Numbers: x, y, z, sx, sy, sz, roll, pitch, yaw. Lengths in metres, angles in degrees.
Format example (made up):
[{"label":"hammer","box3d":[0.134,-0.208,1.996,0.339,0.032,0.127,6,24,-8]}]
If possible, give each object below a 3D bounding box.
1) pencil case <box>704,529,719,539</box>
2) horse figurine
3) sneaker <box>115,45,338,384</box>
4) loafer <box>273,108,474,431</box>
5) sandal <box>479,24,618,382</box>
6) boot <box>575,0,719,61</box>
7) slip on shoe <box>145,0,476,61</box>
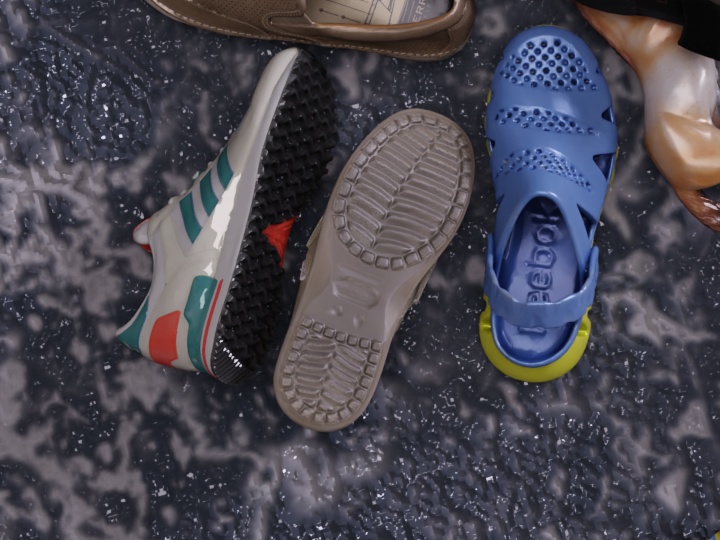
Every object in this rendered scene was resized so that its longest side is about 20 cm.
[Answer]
[{"label":"pencil case","box3d":[0.132,0.206,1.413,0.200,0.087,0.078,-20,65,1]},{"label":"horse figurine","box3d":[0.199,-0.102,1.443,0.132,0.050,0.200,-12,84,-4]},{"label":"sneaker","box3d":[-0.082,-0.037,1.441,0.093,0.070,0.200,8,74,29]},{"label":"loafer","box3d":[0.000,0.000,1.439,0.076,0.068,0.200,29,72,-6]},{"label":"sandal","box3d":[0.104,-0.039,1.426,0.079,0.087,0.200,0,85,4]},{"label":"boot","box3d":[0.197,-0.211,1.430,0.200,0.069,0.174,32,64,17]},{"label":"slip on shoe","box3d":[-0.034,-0.162,1.450,0.200,0.061,0.076,16,88,3]}]
